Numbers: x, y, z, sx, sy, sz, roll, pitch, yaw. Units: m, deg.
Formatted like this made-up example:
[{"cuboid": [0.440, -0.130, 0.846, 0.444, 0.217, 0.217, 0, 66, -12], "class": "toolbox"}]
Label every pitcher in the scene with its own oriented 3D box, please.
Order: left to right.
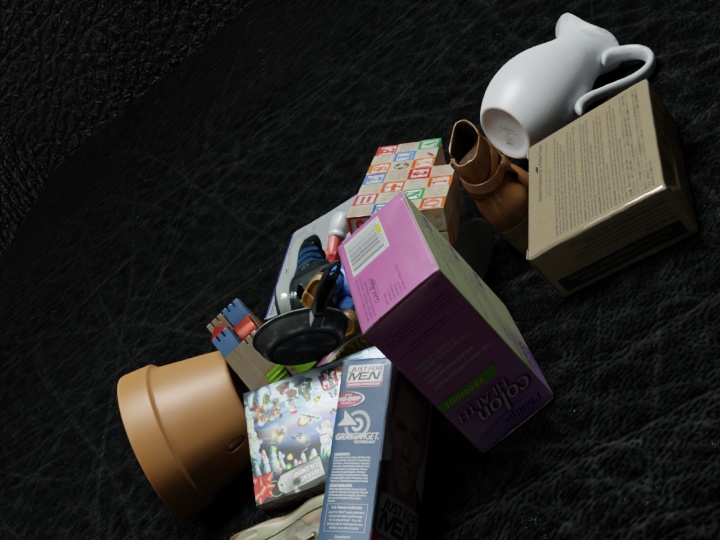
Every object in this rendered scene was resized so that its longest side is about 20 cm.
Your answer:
[{"cuboid": [0.261, -0.231, 1.202, 0.200, 0.122, 0.170, -44, 40, -21], "class": "pitcher"}]

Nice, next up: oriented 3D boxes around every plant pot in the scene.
[{"cuboid": [-0.206, 0.196, 1.226, 0.138, 0.202, 0.201, -27, 28, 0], "class": "plant pot"}]

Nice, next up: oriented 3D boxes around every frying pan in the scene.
[{"cuboid": [-0.042, 0.057, 1.047, 0.189, 0.113, 0.031, -38, 55, 36], "class": "frying pan"}]

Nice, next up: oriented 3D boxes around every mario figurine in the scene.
[{"cuboid": [0.000, 0.000, 1.181, 0.104, 0.126, 0.200, 5, 24, 15], "class": "mario figurine"}]

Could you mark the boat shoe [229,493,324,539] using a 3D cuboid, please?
[{"cuboid": [-0.047, 0.282, 1.007, 0.197, 0.072, 0.066, -26, 68, 16], "class": "boat shoe"}]

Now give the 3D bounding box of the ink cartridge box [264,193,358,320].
[{"cuboid": [-0.044, -0.020, 1.426, 0.198, 0.041, 0.202, -27, 34, 35], "class": "ink cartridge box"}]

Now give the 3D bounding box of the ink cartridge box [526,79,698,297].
[{"cuboid": [0.266, -0.091, 1.030, 0.163, 0.075, 0.202, -30, 32, 32], "class": "ink cartridge box"}]

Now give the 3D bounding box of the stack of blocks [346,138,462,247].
[{"cuboid": [0.063, -0.089, 1.136, 0.113, 0.060, 0.201, -5, 29, 16], "class": "stack of blocks"}]

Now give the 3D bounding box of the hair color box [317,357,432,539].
[{"cuboid": [0.017, 0.197, 0.915, 0.059, 0.100, 0.204, -7, 61, 28], "class": "hair color box"}]

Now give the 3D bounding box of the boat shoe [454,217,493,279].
[{"cuboid": [0.088, 0.020, 1.147, 0.071, 0.070, 0.203, 11, 64, 55], "class": "boat shoe"}]

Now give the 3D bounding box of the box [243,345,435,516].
[{"cuboid": [-0.028, 0.170, 1.037, 0.196, 0.040, 0.139, -21, 55, 10], "class": "box"}]

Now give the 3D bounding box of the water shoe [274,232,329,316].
[{"cuboid": [-0.060, 0.011, 1.300, 0.077, 0.073, 0.201, -6, 30, 12], "class": "water shoe"}]

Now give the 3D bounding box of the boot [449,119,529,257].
[{"cuboid": [0.156, -0.122, 1.143, 0.073, 0.155, 0.201, -38, 28, 12], "class": "boot"}]

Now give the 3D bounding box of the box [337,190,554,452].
[{"cuboid": [0.083, 0.050, 0.969, 0.096, 0.200, 0.177, -39, 28, 12], "class": "box"}]

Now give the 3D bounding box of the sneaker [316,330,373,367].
[{"cuboid": [-0.052, 0.150, 1.173, 0.201, 0.075, 0.090, -52, 28, -14], "class": "sneaker"}]

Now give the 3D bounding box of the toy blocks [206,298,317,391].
[{"cuboid": [-0.136, 0.099, 1.200, 0.100, 0.137, 0.200, -41, -5, -1], "class": "toy blocks"}]
